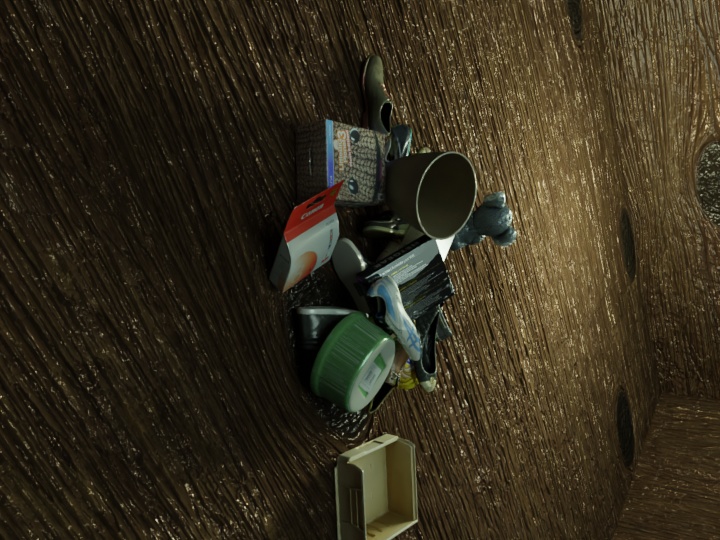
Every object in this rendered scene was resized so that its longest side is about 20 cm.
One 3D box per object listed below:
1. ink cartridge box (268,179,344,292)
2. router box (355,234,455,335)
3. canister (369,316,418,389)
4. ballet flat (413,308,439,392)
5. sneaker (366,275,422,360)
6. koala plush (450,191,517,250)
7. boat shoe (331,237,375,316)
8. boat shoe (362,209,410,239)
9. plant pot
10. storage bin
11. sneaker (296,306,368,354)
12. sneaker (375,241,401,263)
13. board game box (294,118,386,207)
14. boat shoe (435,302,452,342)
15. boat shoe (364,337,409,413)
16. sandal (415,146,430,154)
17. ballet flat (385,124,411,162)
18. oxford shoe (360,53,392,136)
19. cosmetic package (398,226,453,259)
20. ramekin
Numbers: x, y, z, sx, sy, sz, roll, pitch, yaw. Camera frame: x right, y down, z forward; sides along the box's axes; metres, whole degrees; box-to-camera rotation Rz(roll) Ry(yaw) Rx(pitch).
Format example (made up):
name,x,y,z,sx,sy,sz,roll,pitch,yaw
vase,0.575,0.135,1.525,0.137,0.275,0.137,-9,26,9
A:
name,x,y,z,sx,sy,sz,roll,pitch,yaw
ink cartridge box,-0.094,-0.067,1.211,0.050,0.202,0.161,41,45,12
router box,0.104,0.032,1.374,0.197,0.051,0.152,-29,110,-17
canister,0.089,0.168,1.493,0.202,0.085,0.150,55,52,-32
ballet flat,0.163,0.190,1.469,0.065,0.056,0.206,-2,89,-46
sneaker,0.074,0.110,1.307,0.071,0.072,0.203,-30,106,-10
koala plush,0.333,-0.138,1.697,0.183,0.197,0.181,-39,119,-42
boat shoe,0.000,0.000,1.410,0.204,0.073,0.093,67,29,-24
boat shoe,0.067,-0.113,1.483,0.199,0.070,0.068,1,83,-55
plant pot,0.131,-0.188,1.389,0.184,0.198,0.192,-15,115,-34
storage bin,0.039,0.511,1.424,0.197,0.092,0.205,-6,95,-49
sneaker,-0.062,0.131,1.329,0.197,0.070,0.102,4,90,-46
sneaker,0.092,0.033,1.519,0.087,0.074,0.204,-36,109,-34
board game box,-0.040,-0.226,1.329,0.197,0.095,0.164,-4,92,-50
boat shoe,0.203,0.088,1.608,0.073,0.061,0.205,39,40,-53
boat shoe,0.067,0.239,1.399,0.071,0.068,0.202,22,108,-35
sandal,0.170,-0.236,1.621,0.081,0.053,0.202,-57,144,-26
ballet flat,0.088,-0.258,1.515,0.072,0.072,0.206,-8,102,-49
oxford shoe,0.048,-0.414,1.452,0.070,0.074,0.206,-5,94,-48
cosmetic package,0.168,-0.072,1.513,0.103,0.070,0.201,65,34,-28
ramekin,-0.010,0.200,1.300,0.200,0.096,0.203,-44,150,-33
